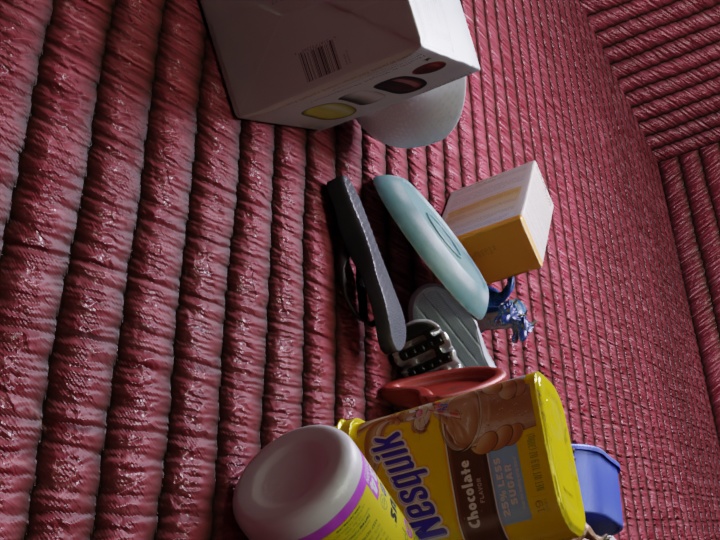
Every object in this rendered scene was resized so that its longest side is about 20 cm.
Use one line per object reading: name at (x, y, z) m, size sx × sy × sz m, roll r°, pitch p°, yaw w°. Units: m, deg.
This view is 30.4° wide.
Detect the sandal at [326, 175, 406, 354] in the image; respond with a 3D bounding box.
sandal at (0.000, 0.000, 1.325) m, size 0.076 × 0.043 × 0.201 m, roll 50°, pitch 18°, yaw -59°

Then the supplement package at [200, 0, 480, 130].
supplement package at (-0.016, -0.235, 1.257) m, size 0.200 × 0.190 × 0.148 m, roll -7°, pitch 80°, yaw -69°

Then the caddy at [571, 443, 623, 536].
caddy at (0.226, 0.251, 1.534) m, size 0.200 × 0.141 × 0.106 m, roll 38°, pitch 41°, yaw -57°

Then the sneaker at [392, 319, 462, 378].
sneaker at (0.095, 0.143, 1.397) m, size 0.081 × 0.075 × 0.201 m, roll -32°, pitch 105°, yaw -81°

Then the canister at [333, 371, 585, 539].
canister at (0.079, 0.179, 1.124) m, size 0.087 × 0.199 × 0.149 m, roll 40°, pitch 36°, yaw -56°

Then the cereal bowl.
cereal bowl at (0.026, -0.225, 1.423) m, size 0.083 × 0.200 × 0.201 m, roll -17°, pitch 87°, yaw -26°

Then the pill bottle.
pill bottle at (-0.007, 0.219, 1.006) m, size 0.200 × 0.104 × 0.105 m, roll 59°, pitch 23°, yaw -31°

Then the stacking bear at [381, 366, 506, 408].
stacking bear at (0.105, 0.205, 1.306) m, size 0.113 × 0.121 × 0.201 m, roll -12°, pitch 97°, yaw -27°

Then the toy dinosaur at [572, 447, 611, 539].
toy dinosaur at (0.190, 0.253, 1.328) m, size 0.201 × 0.085 × 0.135 m, roll 70°, pitch 18°, yaw 0°

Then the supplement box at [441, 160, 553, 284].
supplement box at (0.170, -0.054, 1.676) m, size 0.074 × 0.125 × 0.200 m, roll 63°, pitch 22°, yaw -18°

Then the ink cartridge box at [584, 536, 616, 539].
ink cartridge box at (0.300, 0.399, 1.747) m, size 0.200 × 0.047 × 0.161 m, roll 47°, pitch 31°, yaw -38°

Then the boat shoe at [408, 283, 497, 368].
boat shoe at (0.107, 0.097, 1.486) m, size 0.201 × 0.073 × 0.067 m, roll 60°, pitch -7°, yaw -19°

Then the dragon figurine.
dragon figurine at (0.172, 0.038, 1.637) m, size 0.059 × 0.099 × 0.200 m, roll 64°, pitch 21°, yaw -19°

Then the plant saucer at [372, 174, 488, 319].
plant saucer at (0.085, -0.033, 1.482) m, size 0.200 × 0.027 × 0.200 m, roll 50°, pitch 11°, yaw -13°
